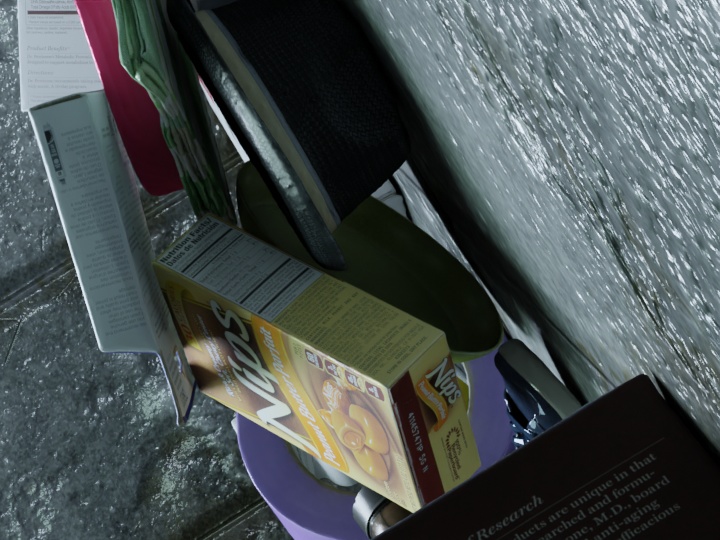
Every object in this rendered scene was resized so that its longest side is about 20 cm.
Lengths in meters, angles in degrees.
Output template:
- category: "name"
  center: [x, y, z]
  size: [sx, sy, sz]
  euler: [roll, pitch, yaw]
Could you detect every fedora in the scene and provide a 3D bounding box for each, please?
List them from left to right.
- category: "fedora"
  center: [-0.033, -0.103, 1.400]
  size: [0.201, 0.091, 0.201]
  euler: [58, 177, 4]

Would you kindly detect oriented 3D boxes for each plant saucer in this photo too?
- category: "plant saucer"
  center: [0.000, 0.000, 1.509]
  size: [0.199, 0.031, 0.200]
  euler: [30, -160, -12]

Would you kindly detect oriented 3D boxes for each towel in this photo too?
- category: "towel"
  center: [-0.121, -0.128, 1.427]
  size: [0.200, 0.023, 0.153]
  euler: [66, -173, -60]

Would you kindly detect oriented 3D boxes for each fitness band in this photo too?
- category: "fitness band"
  center: [-0.152, -0.145, 1.511]
  size: [0.144, 0.037, 0.201]
  euler: [-99, -9, -75]

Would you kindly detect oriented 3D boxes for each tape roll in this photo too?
- category: "tape roll"
  center: [0.019, 0.107, 1.640]
  size: [0.201, 0.199, 0.085]
  euler: [57, 177, 30]

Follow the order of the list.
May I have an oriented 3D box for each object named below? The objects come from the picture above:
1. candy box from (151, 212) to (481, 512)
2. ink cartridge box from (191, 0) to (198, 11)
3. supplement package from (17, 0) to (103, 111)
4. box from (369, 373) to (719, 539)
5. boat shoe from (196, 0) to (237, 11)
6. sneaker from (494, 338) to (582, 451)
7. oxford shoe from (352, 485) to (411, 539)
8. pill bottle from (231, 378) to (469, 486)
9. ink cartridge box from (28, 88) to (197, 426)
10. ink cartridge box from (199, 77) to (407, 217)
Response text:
- category: "candy box"
  center: [-0.027, 0.055, 1.405]
  size: [0.199, 0.055, 0.116]
  euler: [26, 146, 37]
- category: "ink cartridge box"
  center: [-0.106, -0.212, 1.613]
  size: [0.147, 0.084, 0.200]
  euler: [60, 177, -19]
- category: "supplement package"
  center: [-0.193, -0.224, 1.762]
  size: [0.114, 0.109, 0.202]
  euler: [-80, -10, -78]
- category: "box"
  center: [0.123, 0.191, 1.035]
  size: [0.166, 0.164, 0.200]
  euler: [60, 177, -36]
- category: "boat shoe"
  center: [-0.091, -0.217, 1.452]
  size: [0.200, 0.072, 0.066]
  euler: [58, -172, -42]
- category: "sneaker"
  center: [0.113, 0.134, 1.440]
  size: [0.201, 0.084, 0.075]
  euler: [60, 177, -28]
- category: "oxford shoe"
  center: [0.093, 0.177, 1.531]
  size: [0.199, 0.073, 0.085]
  euler: [2, -145, -36]
- category: "pill bottle"
  center: [0.002, 0.102, 1.891]
  size: [0.112, 0.199, 0.111]
  euler: [57, 177, 4]
- category: "ink cartridge box"
  center: [-0.148, -0.010, 1.446]
  size: [0.200, 0.040, 0.201]
  euler: [-112, 5, -85]
- category: "ink cartridge box"
  center: [-0.048, -0.097, 1.836]
  size: [0.201, 0.083, 0.147]
  euler: [58, 177, 18]
